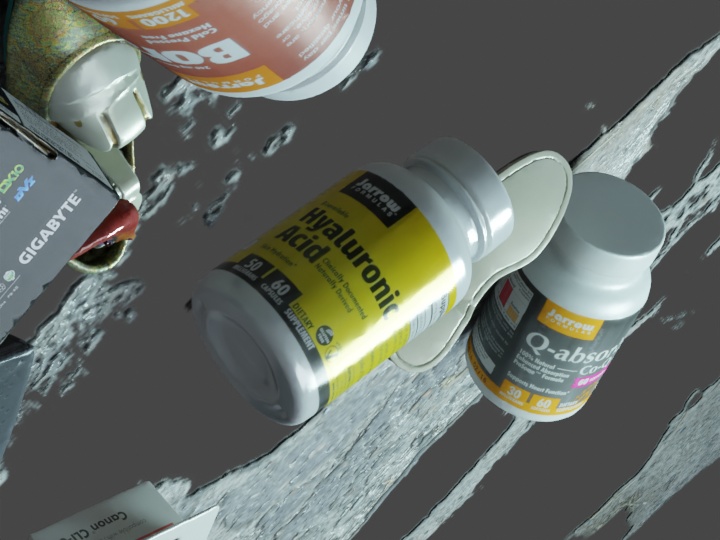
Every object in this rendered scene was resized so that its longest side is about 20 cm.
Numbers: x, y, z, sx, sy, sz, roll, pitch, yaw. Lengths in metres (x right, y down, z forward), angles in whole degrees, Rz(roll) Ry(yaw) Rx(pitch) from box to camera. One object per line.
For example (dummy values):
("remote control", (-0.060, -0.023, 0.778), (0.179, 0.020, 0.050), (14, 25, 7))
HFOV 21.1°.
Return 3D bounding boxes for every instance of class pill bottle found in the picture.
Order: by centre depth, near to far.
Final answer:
("pill bottle", (-0.063, -0.141, 0.853), (0.112, 0.112, 0.200), (-48, 159, 5))
("pill bottle", (0.000, 0.000, 1.234), (0.200, 0.111, 0.111), (-37, 157, -25))
("pill bottle", (0.168, 0.022, 1.586), (0.116, 0.116, 0.200), (-28, 153, -39))

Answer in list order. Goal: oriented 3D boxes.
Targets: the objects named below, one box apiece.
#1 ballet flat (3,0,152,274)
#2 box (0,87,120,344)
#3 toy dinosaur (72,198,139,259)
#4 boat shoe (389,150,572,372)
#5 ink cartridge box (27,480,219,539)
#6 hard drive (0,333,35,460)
("ballet flat", (-0.130, -0.068, 0.925), (0.071, 0.071, 0.200), (-34, 156, -29))
("box", (-0.228, -0.012, 0.735), (0.198, 0.050, 0.200), (37, 97, -35))
("toy dinosaur", (-0.186, 0.024, 0.870), (0.181, 0.201, 0.105), (-8, 164, 9))
("boat shoe", (0.079, -0.014, 1.464), (0.200, 0.073, 0.063), (-51, -158, -1))
("ink cartridge box", (-0.187, 0.223, 1.348), (0.116, 0.067, 0.200), (-22, 150, -48))
("hard drive", (-0.258, 0.118, 1.054), (0.135, 0.042, 0.200), (-24, 150, -45))
